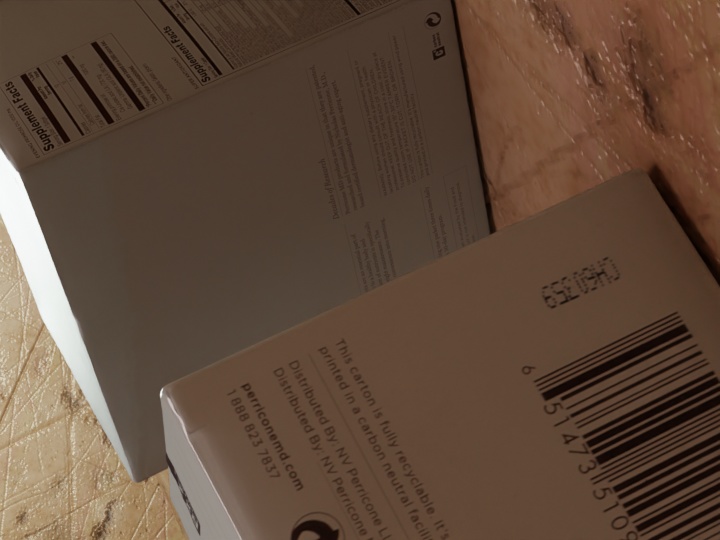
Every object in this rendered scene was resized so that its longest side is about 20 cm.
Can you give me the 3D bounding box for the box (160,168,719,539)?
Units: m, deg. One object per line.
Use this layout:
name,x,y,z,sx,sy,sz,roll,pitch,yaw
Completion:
box,0.058,0.103,0.703,0.199,0.200,0.131,60,166,19

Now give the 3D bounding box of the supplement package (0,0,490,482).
supplement package,-0.064,-0.048,0.905,0.147,0.200,0.191,50,160,47
